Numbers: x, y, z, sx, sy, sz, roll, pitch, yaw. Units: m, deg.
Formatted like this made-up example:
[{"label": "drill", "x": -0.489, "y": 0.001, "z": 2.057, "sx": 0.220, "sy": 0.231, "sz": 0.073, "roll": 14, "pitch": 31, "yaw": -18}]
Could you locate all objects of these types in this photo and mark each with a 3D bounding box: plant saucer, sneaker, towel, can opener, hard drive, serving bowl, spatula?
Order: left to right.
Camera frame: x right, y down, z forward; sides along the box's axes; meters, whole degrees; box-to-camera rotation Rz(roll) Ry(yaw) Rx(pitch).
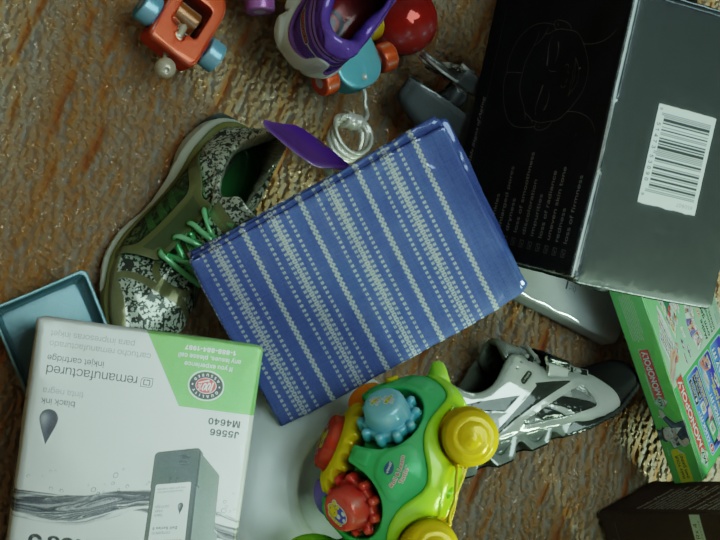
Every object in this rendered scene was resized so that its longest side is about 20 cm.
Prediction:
[{"label": "plant saucer", "x": -0.179, "y": 0.104, "z": 1.201, "sx": 0.070, "sy": 0.019, "sz": 0.201, "roll": -24, "pitch": 97, "yaw": -18}, {"label": "sneaker", "x": -0.112, "y": -0.029, "z": 1.230, "sx": 0.077, "sy": 0.088, "sz": 0.201, "roll": 35, "pitch": 66, "yaw": -25}, {"label": "serving bowl", "x": -0.027, "y": 0.157, "z": 1.277, "sx": 0.199, "sy": 0.066, "sz": 0.201, "roll": 5, "pitch": 81, "yaw": -34}, {"label": "spatula", "x": -0.019, "y": -0.069, "z": 1.274, "sx": 0.056, "sy": 0.200, "sz": 0.021, "roll": 39, "pitch": 90, "yaw": 21}, {"label": "towel", "x": 0.000, "y": 0.000, "z": 1.214, "sx": 0.199, "sy": 0.024, "sz": 0.145, "roll": -29, "pitch": 109, "yaw": 0}, {"label": "sneaker", "x": 0.017, "y": -0.223, "z": 1.273, "sx": 0.080, "sy": 0.083, "sz": 0.201, "roll": 32, "pitch": 73, "yaw": -25}, {"label": "can opener", "x": 0.113, "y": -0.103, "z": 1.394, "sx": 0.200, "sy": 0.053, "sz": 0.067, "roll": 34, "pitch": 98, "yaw": -27}, {"label": "sneaker", "x": 0.136, "y": 0.088, "z": 1.391, "sx": 0.199, "sy": 0.074, "sz": 0.089, "roll": -19, "pitch": 96, "yaw": -35}, {"label": "hard drive", "x": 0.141, "y": -0.038, "z": 1.441, "sx": 0.200, "sy": 0.027, "sz": 0.132, "roll": 26, "pitch": 69, "yaw": -29}]

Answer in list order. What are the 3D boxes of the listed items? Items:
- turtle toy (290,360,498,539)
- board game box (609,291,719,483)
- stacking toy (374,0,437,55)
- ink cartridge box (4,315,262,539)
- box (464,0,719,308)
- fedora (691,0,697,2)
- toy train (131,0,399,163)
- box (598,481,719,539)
[{"label": "turtle toy", "x": 0.012, "y": 0.152, "z": 1.192, "sx": 0.101, "sy": 0.146, "sz": 0.201, "roll": 22, "pitch": 86, "yaw": -7}, {"label": "board game box", "x": 0.261, "y": 0.054, "z": 1.468, "sx": 0.135, "sy": 0.029, "sz": 0.201, "roll": -38, "pitch": 112, "yaw": -53}, {"label": "stacking toy", "x": 0.009, "y": -0.260, "z": 1.358, "sx": 0.085, "sy": 0.085, "sz": 0.201, "roll": -26, "pitch": 106, "yaw": -34}, {"label": "ink cartridge box", "x": -0.149, "y": 0.138, "z": 1.147, "sx": 0.145, "sy": 0.084, "sz": 0.201, "roll": 8, "pitch": 86, "yaw": -10}, {"label": "box", "x": 0.171, "y": -0.091, "z": 1.277, "sx": 0.124, "sy": 0.196, "sz": 0.201, "roll": 11, "pitch": 93, "yaw": -26}, {"label": "fedora", "x": 0.189, "y": -0.187, "z": 1.453, "sx": 0.200, "sy": 0.091, "sz": 0.202, "roll": 2, "pitch": 86, "yaw": -35}, {"label": "toy train", "x": -0.070, "y": -0.165, "z": 1.301, "sx": 0.200, "sy": 0.056, "sz": 0.151, "roll": 32, "pitch": 68, "yaw": -24}, {"label": "box", "x": 0.286, "y": 0.221, "z": 1.399, "sx": 0.075, "sy": 0.200, "sz": 0.101, "roll": -21, "pitch": 95, "yaw": -32}]
